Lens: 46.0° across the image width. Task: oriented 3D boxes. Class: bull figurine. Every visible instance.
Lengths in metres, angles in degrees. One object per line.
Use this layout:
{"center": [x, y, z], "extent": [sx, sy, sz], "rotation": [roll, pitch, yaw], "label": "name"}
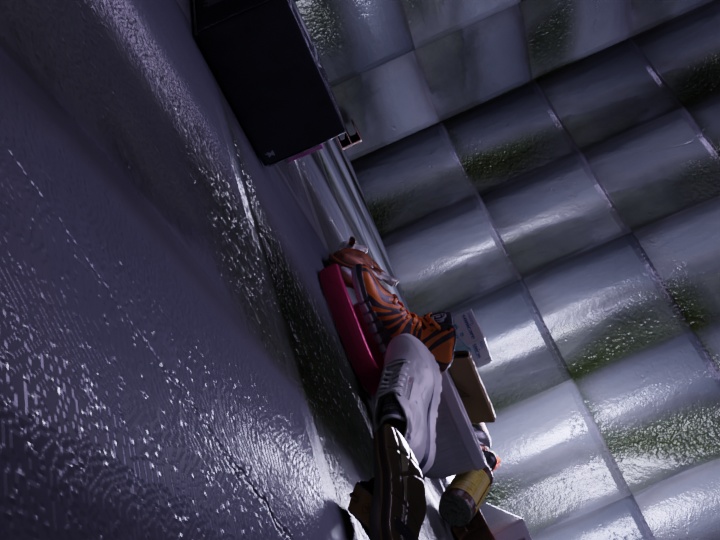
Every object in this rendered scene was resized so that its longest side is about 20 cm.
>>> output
{"center": [0.000, 0.000, 1.378], "extent": [0.121, 0.065, 0.200], "rotation": [34, 10, 5], "label": "bull figurine"}

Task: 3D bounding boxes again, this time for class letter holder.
{"center": [-0.071, -0.641, 3.828], "extent": [0.200, 0.101, 0.142], "rotation": [-100, 164, -72], "label": "letter holder"}

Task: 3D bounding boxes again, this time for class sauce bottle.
{"center": [0.194, 0.373, 1.479], "extent": [0.200, 0.065, 0.065], "rotation": [-26, 93, -63], "label": "sauce bottle"}

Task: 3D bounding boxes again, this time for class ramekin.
{"center": [0.131, 0.262, 1.457], "extent": [0.200, 0.105, 0.200], "rotation": [-23, 90, -85], "label": "ramekin"}

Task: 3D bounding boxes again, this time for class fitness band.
{"center": [-0.004, 0.084, 1.188], "extent": [0.144, 0.037, 0.200], "rotation": [54, 13, -71], "label": "fitness band"}

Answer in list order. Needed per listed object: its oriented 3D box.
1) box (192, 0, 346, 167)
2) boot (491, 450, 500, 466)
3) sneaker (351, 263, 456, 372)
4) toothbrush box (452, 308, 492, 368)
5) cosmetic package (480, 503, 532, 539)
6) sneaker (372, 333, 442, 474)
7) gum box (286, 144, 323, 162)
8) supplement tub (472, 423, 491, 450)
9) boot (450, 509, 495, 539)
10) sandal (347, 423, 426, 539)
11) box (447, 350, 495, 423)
{"center": [-0.122, -0.279, 1.105], "extent": [0.197, 0.124, 0.200], "rotation": [-105, 171, -52], "label": "box"}
{"center": [0.432, 0.672, 2.916], "extent": [0.200, 0.107, 0.075], "rotation": [-54, 121, -83], "label": "boot"}
{"center": [0.068, 0.064, 1.195], "extent": [0.078, 0.112, 0.200], "rotation": [-95, 159, -71], "label": "sneaker"}
{"center": [0.193, 0.190, 1.963], "extent": [0.146, 0.200, 0.085], "rotation": [59, 9, -57], "label": "toothbrush box"}
{"center": [0.266, 0.519, 1.625], "extent": [0.200, 0.071, 0.102], "rotation": [145, -78, -77], "label": "cosmetic package"}
{"center": [0.053, 0.158, 1.075], "extent": [0.080, 0.076, 0.200], "rotation": [41, 35, -39], "label": "sneaker"}
{"center": [-0.125, -0.280, 1.410], "extent": [0.200, 0.066, 0.114], "rotation": [-108, 174, -49], "label": "gum box"}
{"center": [0.226, 0.367, 1.956], "extent": [0.200, 0.122, 0.123], "rotation": [-108, 174, -47], "label": "supplement tub"}
{"center": [0.219, 0.504, 1.500], "extent": [0.107, 0.075, 0.200], "rotation": [69, -1, -64], "label": "boot"}
{"center": [0.018, 0.214, 0.711], "extent": [0.082, 0.055, 0.200], "rotation": [56, 24, -38], "label": "sandal"}
{"center": [0.151, 0.223, 1.593], "extent": [0.021, 0.163, 0.200], "rotation": [-74, 149, -41], "label": "box"}
